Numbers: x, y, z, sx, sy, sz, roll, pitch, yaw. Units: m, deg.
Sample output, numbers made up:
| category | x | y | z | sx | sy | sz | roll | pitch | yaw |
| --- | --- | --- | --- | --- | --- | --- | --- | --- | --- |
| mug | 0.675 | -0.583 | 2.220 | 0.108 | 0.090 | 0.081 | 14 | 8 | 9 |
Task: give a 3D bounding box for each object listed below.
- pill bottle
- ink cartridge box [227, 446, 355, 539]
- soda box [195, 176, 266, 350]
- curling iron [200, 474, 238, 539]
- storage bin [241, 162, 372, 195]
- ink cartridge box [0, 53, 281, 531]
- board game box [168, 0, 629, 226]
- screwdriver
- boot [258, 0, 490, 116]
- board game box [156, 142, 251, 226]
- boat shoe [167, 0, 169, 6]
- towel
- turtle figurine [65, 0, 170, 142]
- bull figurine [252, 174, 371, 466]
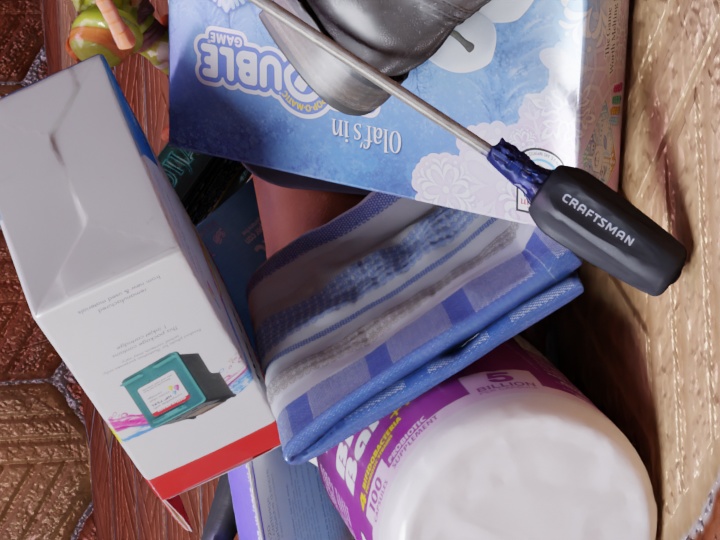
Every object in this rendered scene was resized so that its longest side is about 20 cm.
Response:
| category | x | y | z | sx | sy | sz | roll | pitch | yaw |
| --- | --- | --- | --- | --- | --- | --- | --- | --- | --- |
| pill bottle | 0.042 | 0.079 | 1.010 | 0.200 | 0.112 | 0.113 | -133 | 42 | -71 |
| ink cartridge box | -0.027 | 0.144 | 1.235 | 0.200 | 0.043 | 0.199 | -45 | -52 | -67 |
| soda box | -0.053 | -0.003 | 1.254 | 0.064 | 0.068 | 0.200 | -48 | -1 | 37 |
| curling iron | -0.052 | 0.104 | 1.268 | 0.050 | 0.026 | 0.200 | 58 | -158 | -14 |
| storage bin | 0.002 | -0.152 | 1.121 | 0.134 | 0.145 | 0.200 | -91 | 7 | -46 |
| ink cartridge box | -0.093 | 0.016 | 1.044 | 0.200 | 0.067 | 0.116 | 65 | 180 | -55 |
| board game box | 0.013 | -0.131 | 0.966 | 0.043 | 0.200 | 0.199 | -28 | -55 | -53 |
| screwdriver | 0.036 | -0.056 | 0.892 | 0.029 | 0.200 | 0.028 | -53 | -2 | 28 |
| boot | 0.013 | -0.169 | 0.891 | 0.174 | 0.069 | 0.200 | -36 | 95 | 35 |
| board game box | -0.077 | -0.066 | 1.301 | 0.200 | 0.028 | 0.135 | -57 | -5 | -30 |
| boat shoe | -0.060 | -0.181 | 1.248 | 0.074 | 0.065 | 0.202 | -12 | 51 | 56 |
| towel | 0.017 | 0.003 | 1.026 | 0.024 | 0.147 | 0.200 | 55 | -174 | -19 |
| turtle figurine | -0.102 | -0.149 | 1.058 | 0.200 | 0.064 | 0.162 | 66 | -149 | -68 |
| bull figurine | 0.000 | 0.000 | 1.164 | 0.065 | 0.121 | 0.200 | 107 | 157 | -59 |
